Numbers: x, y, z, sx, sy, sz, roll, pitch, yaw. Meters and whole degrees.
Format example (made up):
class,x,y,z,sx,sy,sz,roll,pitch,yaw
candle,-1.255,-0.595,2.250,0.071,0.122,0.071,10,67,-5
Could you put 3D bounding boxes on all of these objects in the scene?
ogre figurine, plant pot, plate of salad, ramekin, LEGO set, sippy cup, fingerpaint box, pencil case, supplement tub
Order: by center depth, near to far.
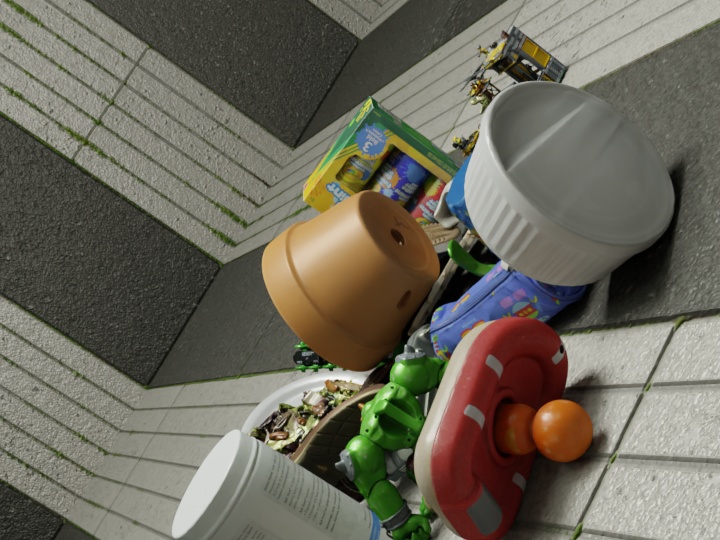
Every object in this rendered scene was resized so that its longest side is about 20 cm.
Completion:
class,x,y,z,sx,sy,sz,roll,pitch,yaw
ramekin,0.190,-0.077,1.188,0.094,0.201,0.203,-58,7,47
ogre figurine,0.058,0.161,1.232,0.201,0.119,0.098,-54,13,4
supplement tub,-0.078,0.269,1.283,0.132,0.199,0.132,-51,14,17
pencil case,0.147,0.035,1.293,0.200,0.086,0.079,-42,40,48
sippy cup,0.170,-0.074,1.371,0.179,0.130,0.140,-56,13,0
plant pot,0.000,0.000,1.490,0.140,0.200,0.201,-42,18,27
plate of salad,-0.061,0.185,1.548,0.198,0.048,0.201,-13,34,8
LEGO set,0.187,-0.249,1.750,0.155,0.115,0.200,-60,14,-19
fingerpaint box,0.044,-0.117,1.765,0.167,0.199,0.073,-51,15,15

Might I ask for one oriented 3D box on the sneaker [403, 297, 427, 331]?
class,x,y,z,sx,sy,sz,roll,pitch,yaw
sneaker,0.048,0.052,1.660,0.091,0.076,0.200,-39,-7,-45

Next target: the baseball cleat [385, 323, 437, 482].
class,x,y,z,sx,sy,sz,roll,pitch,yaw
baseball cleat,0.054,0.146,1.391,0.106,0.069,0.201,-45,16,37

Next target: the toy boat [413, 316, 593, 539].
class,x,y,z,sx,sy,sz,roll,pitch,yaw
toy boat,0.139,0.134,1.070,0.130,0.131,0.201,-2,49,36

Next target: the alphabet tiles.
class,x,y,z,sx,sy,sz,roll,pitch,yaw
alphabet tiles,0.118,-0.010,1.546,0.201,0.015,0.196,-61,-5,27

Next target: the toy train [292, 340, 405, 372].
class,x,y,z,sx,sy,sz,roll,pitch,yaw
toy train,-0.015,0.112,1.648,0.199,0.056,0.042,-7,84,50

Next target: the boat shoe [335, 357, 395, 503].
class,x,y,z,sx,sy,sz,roll,pitch,yaw
boat shoe,0.015,0.179,1.447,0.070,0.070,0.201,-49,14,42

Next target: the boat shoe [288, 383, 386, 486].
class,x,y,z,sx,sy,sz,roll,pitch,yaw
boat shoe,-0.030,0.189,1.353,0.200,0.072,0.068,-48,18,22

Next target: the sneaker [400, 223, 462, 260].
class,x,y,z,sx,sy,sz,roll,pitch,yaw
sneaker,0.061,0.012,1.721,0.198,0.109,0.070,-19,23,15

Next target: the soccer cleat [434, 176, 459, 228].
class,x,y,z,sx,sy,sz,roll,pitch,yaw
soccer cleat,0.161,-0.116,1.623,0.086,0.070,0.200,-45,-3,-34
